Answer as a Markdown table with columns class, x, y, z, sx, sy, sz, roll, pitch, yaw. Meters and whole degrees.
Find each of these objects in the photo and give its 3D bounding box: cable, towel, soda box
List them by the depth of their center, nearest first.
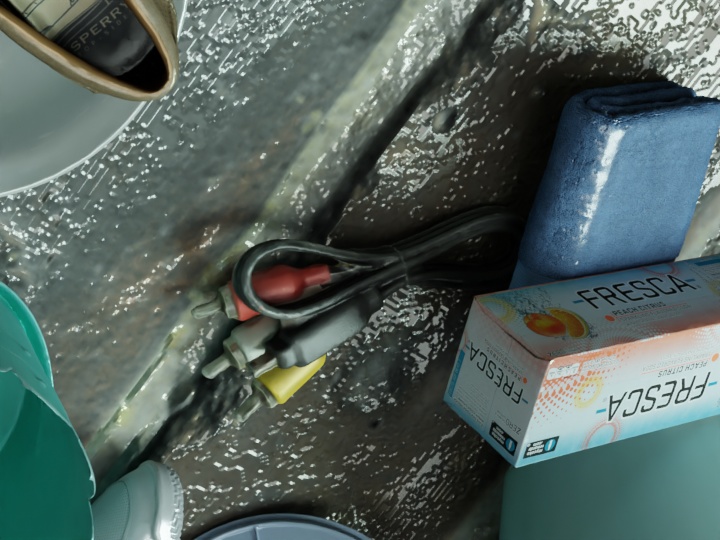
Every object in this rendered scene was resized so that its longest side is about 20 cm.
| class | x | y | z | sx | sy | sz | roll | pitch | yaw |
| --- | --- | --- | --- | --- | --- | --- | --- | --- | --- |
| soda box | 0.143 | 0.044 | 0.915 | 0.198 | 0.064 | 0.069 | -8 | 125 | -37 |
| cable | 0.000 | 0.000 | 0.929 | 0.199 | 0.050 | 0.098 | -30 | 119 | -19 |
| towel | 0.129 | -0.009 | 0.949 | 0.111 | 0.048 | 0.202 | -10 | 126 | -38 |

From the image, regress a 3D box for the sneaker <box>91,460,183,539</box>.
| class | x | y | z | sx | sy | sz | roll | pitch | yaw |
| --- | --- | --- | --- | --- | --- | --- | --- | --- | --- |
| sneaker | -0.187 | 0.171 | 0.916 | 0.114 | 0.075 | 0.200 | 30 | 107 | -36 |

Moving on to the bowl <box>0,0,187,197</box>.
| class | x | y | z | sx | sy | sz | roll | pitch | yaw |
| --- | --- | --- | --- | --- | --- | --- | --- | --- | --- |
| bowl | -0.179 | -0.138 | 0.733 | 0.199 | 0.091 | 0.203 | -11 | 122 | -17 |

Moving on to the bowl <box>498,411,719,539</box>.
| class | x | y | z | sx | sy | sz | roll | pitch | yaw |
| --- | --- | --- | --- | --- | --- | --- | --- | --- | --- |
| bowl | 0.161 | 0.138 | 0.994 | 0.198 | 0.106 | 0.201 | -12 | 165 | -3 |

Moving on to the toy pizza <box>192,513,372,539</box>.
| class | x | y | z | sx | sy | sz | roll | pitch | yaw |
| --- | --- | --- | --- | --- | --- | --- | --- | --- | --- |
| toy pizza | -0.045 | 0.242 | 0.984 | 0.197 | 0.032 | 0.203 | 0 | 80 | -1 |

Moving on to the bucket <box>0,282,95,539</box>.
| class | x | y | z | sx | sy | sz | roll | pitch | yaw |
| --- | --- | --- | --- | --- | --- | --- | --- | --- | --- |
| bucket | -0.231 | 0.090 | 0.815 | 0.205 | 0.135 | 0.209 | -10 | 122 | -16 |

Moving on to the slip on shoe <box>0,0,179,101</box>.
| class | x | y | z | sx | sy | sz | roll | pitch | yaw |
| --- | --- | --- | --- | --- | --- | --- | --- | --- | --- |
| slip on shoe | -0.143 | -0.136 | 0.657 | 0.076 | 0.061 | 0.200 | -40 | 125 | 4 |
